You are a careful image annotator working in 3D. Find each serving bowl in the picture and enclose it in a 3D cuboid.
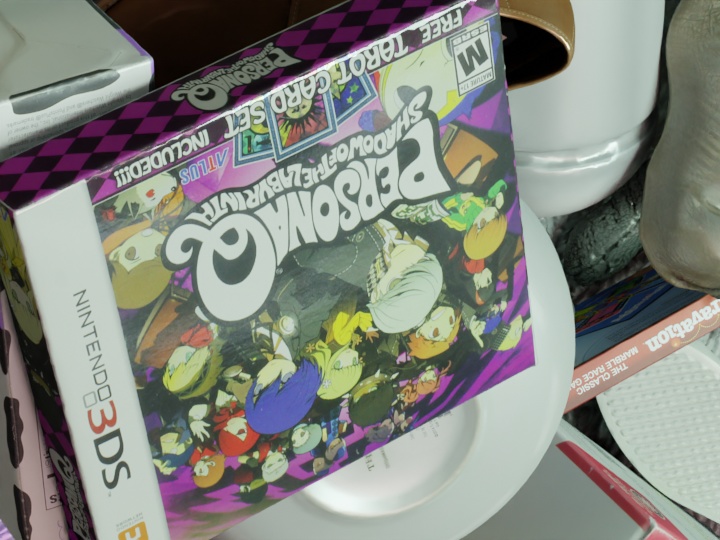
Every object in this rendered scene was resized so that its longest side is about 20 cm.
[{"bbox_3d":[0.002,0.050,1.117,0.199,0.066,0.201,-8,120,-13],"label":"serving bowl"}]

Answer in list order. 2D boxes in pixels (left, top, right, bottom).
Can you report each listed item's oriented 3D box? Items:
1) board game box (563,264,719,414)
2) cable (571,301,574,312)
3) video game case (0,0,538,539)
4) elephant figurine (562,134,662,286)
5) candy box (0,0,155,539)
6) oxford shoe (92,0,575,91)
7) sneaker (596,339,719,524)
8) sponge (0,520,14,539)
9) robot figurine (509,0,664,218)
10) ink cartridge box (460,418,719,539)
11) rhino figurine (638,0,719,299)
[{"bbox_3d":[0.095,0.044,1.269,0.199,0.103,0.020,-28,102,-9],"label":"board game box"},{"bbox_3d":[0.000,0.000,1.167,0.199,0.050,0.098,-6,123,-23],"label":"cable"},{"bbox_3d":[-0.030,0.002,0.980,0.199,0.036,0.182,-26,132,-21],"label":"video game case"},{"bbox_3d":[0.198,-0.070,1.258,0.200,0.141,0.156,-36,138,-17],"label":"elephant figurine"},{"bbox_3d":[-0.139,-0.020,1.028,0.071,0.168,0.201,-19,128,-24],"label":"candy box"},{"bbox_3d":[-0.014,-0.089,1.023,0.198,0.072,0.072,-10,135,-6],"label":"oxford shoe"},{"bbox_3d":[0.190,0.085,1.408,0.074,0.082,0.200,-40,114,16],"label":"sneaker"},{"bbox_3d":[-0.124,0.089,1.202,0.111,0.030,0.201,12,109,-40],"label":"sponge"},{"bbox_3d":[0.076,-0.108,1.167,0.170,0.112,0.201,-42,140,-48],"label":"robot figurine"},{"bbox_3d":[0.134,0.154,1.348,0.084,0.145,0.200,-51,133,4],"label":"ink cartridge box"},{"bbox_3d":[0.171,-0.081,1.164,0.087,0.060,0.202,10,88,-13],"label":"rhino figurine"}]
